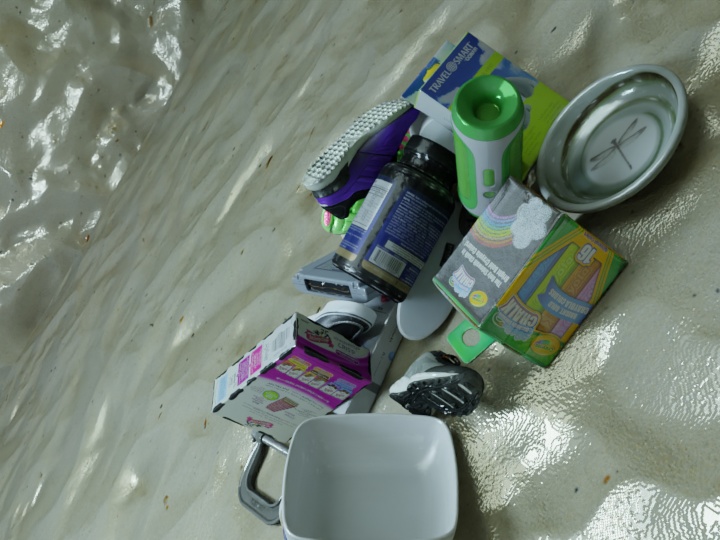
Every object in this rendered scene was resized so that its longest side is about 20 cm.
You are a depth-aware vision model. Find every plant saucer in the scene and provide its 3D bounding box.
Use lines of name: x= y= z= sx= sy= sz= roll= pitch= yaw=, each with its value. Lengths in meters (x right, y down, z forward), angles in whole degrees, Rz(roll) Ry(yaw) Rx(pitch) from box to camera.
plant saucer: x=0.302 y=-0.146 z=0.982 sx=0.199 sy=0.050 sz=0.202 roll=-35 pitch=37 yaw=32

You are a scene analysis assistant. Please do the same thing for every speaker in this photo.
speaker: x=0.152 y=-0.139 z=0.984 sx=0.087 sy=0.200 sz=0.089 roll=-4 pitch=64 yaw=8

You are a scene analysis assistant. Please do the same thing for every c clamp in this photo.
c clamp: x=-0.137 y=0.294 z=1.287 sx=0.199 sy=0.027 sz=0.172 roll=18 pitch=80 yaw=60

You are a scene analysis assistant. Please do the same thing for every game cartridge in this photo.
game cartridge: x=0.000 y=0.000 z=1.254 sx=0.132 sy=0.042 sz=0.199 roll=-23 pitch=17 yaw=-31

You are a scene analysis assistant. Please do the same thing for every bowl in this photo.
bowl: x=0.012 y=0.256 z=0.959 sx=0.201 sy=0.197 sz=0.075 roll=-86 pitch=-5 yaw=-57

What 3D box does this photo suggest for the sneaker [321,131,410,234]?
sneaker: x=0.015 y=-0.129 z=1.223 sx=0.201 sy=0.076 sz=0.084 roll=-55 pitch=-14 yaw=-15

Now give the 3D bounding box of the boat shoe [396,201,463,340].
boat shoe: x=0.101 y=0.003 z=1.157 sx=0.070 sy=0.070 sz=0.202 roll=133 pitch=157 yaw=-79

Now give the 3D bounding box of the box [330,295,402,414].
box: x=-0.008 y=0.113 z=1.238 sx=0.155 sy=0.041 sz=0.202 roll=9 pitch=73 yaw=57

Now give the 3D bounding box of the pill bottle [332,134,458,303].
pill bottle: x=0.055 y=-0.069 z=1.090 sx=0.201 sy=0.111 sz=0.112 roll=-60 pitch=30 yaw=-1

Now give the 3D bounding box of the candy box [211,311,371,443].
candy box: x=-0.098 y=0.154 z=1.163 sx=0.200 sy=0.136 sz=0.061 roll=-39 pitch=36 yaw=32

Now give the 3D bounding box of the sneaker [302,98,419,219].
sneaker: x=0.016 y=-0.149 z=1.144 sx=0.200 sy=0.100 sz=0.069 roll=-43 pitch=29 yaw=-14

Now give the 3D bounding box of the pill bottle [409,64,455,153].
pill bottle: x=0.127 y=-0.227 z=1.216 sx=0.112 sy=0.112 sz=0.201 roll=-42 pitch=20 yaw=27

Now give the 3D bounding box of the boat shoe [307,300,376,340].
boat shoe: x=-0.049 y=0.097 z=1.203 sx=0.199 sy=0.071 sz=0.068 roll=-21 pitch=45 yaw=50

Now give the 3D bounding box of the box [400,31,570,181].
box: x=0.167 y=-0.223 z=1.097 sx=0.122 sy=0.199 sz=0.048 roll=-51 pitch=-8 yaw=-20

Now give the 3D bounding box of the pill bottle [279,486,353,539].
pill bottle: x=-0.027 y=0.348 z=0.992 sx=0.111 sy=0.110 sz=0.200 roll=-51 pitch=31 yaw=14

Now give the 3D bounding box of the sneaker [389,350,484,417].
sneaker: x=0.094 y=0.128 z=1.004 sx=0.080 sy=0.074 sz=0.200 roll=-58 pitch=9 yaw=-18

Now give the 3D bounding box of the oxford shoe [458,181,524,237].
oxford shoe: x=0.179 y=-0.120 z=1.139 sx=0.084 sy=0.072 sz=0.201 roll=-13 pitch=44 yaw=59

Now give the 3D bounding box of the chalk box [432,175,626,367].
chalk box: x=0.178 y=0.020 z=0.959 sx=0.201 sy=0.123 sz=0.125 roll=-54 pitch=32 yaw=11

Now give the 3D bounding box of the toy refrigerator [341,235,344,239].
toy refrigerator: x=0.027 y=-0.071 z=1.276 sx=0.075 sy=0.071 sz=0.200 roll=-30 pitch=19 yaw=-14
